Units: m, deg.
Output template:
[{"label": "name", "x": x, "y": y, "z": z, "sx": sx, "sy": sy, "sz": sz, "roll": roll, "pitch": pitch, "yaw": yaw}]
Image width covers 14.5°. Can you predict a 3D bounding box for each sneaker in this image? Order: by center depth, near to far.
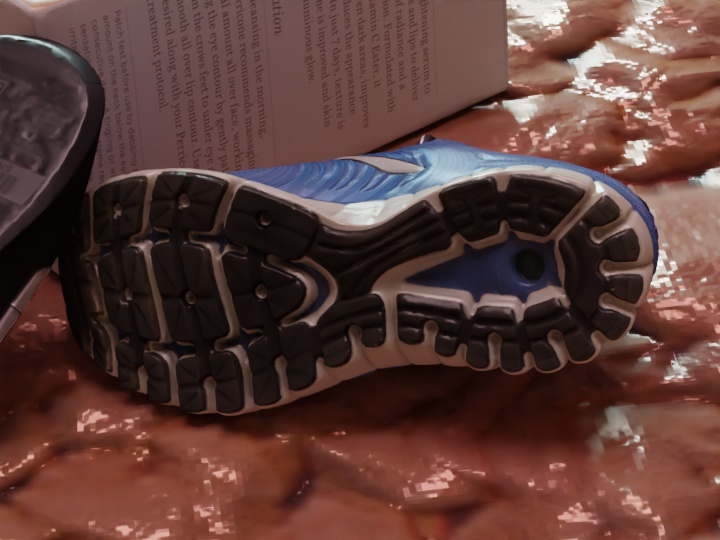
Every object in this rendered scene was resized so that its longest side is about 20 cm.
[{"label": "sneaker", "x": 0.000, "y": 0.000, "z": 0.886, "sx": 0.199, "sy": 0.079, "sz": 0.089, "roll": 0, "pitch": 8, "yaw": 18}]

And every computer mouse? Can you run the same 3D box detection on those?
[{"label": "computer mouse", "x": -0.167, "y": 0.007, "z": 0.871, "sx": 0.140, "sy": 0.046, "sz": 0.200, "roll": 17, "pitch": 64, "yaw": 26}]

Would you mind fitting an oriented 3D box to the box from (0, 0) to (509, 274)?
[{"label": "box", "x": -0.069, "y": -0.103, "z": 1.013, "sx": 0.200, "sy": 0.107, "sz": 0.152, "roll": -26, "pitch": 38, "yaw": -31}]
